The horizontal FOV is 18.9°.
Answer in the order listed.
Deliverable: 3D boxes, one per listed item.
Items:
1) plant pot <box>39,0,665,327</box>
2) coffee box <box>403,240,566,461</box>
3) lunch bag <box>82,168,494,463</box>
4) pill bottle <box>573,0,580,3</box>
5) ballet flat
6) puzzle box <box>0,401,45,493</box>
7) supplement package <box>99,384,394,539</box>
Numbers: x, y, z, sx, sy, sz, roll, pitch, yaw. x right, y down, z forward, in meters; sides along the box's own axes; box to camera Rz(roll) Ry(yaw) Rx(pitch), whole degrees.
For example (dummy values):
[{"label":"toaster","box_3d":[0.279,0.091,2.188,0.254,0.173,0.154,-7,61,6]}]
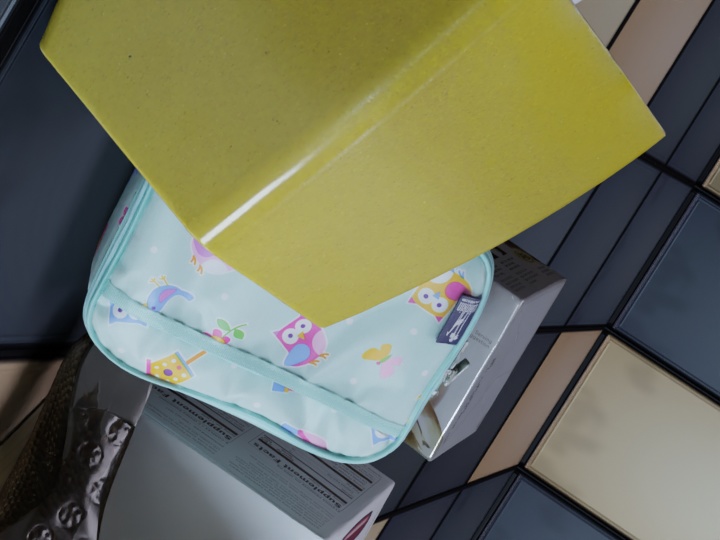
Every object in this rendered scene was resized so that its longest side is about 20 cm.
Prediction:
[{"label":"plant pot","box_3d":[-0.015,-0.093,0.943,0.176,0.200,0.200,-44,153,5]},{"label":"coffee box","box_3d":[0.000,0.000,1.239,0.113,0.200,0.080,-60,164,21]},{"label":"lunch bag","box_3d":[-0.036,0.008,1.129,0.161,0.199,0.077,-60,-166,18]},{"label":"pill bottle","box_3d":[0.133,-0.231,1.251,0.200,0.111,0.111,-42,161,-51]},{"label":"ballet flat","box_3d":[-0.168,0.121,1.165,0.046,0.067,0.201,15,-98,62]},{"label":"puzzle box","box_3d":[-0.212,0.169,1.256,0.133,0.025,0.200,-49,164,-35]},{"label":"supplement package","box_3d":[-0.103,0.176,1.268,0.201,0.155,0.111,-62,166,22]}]
